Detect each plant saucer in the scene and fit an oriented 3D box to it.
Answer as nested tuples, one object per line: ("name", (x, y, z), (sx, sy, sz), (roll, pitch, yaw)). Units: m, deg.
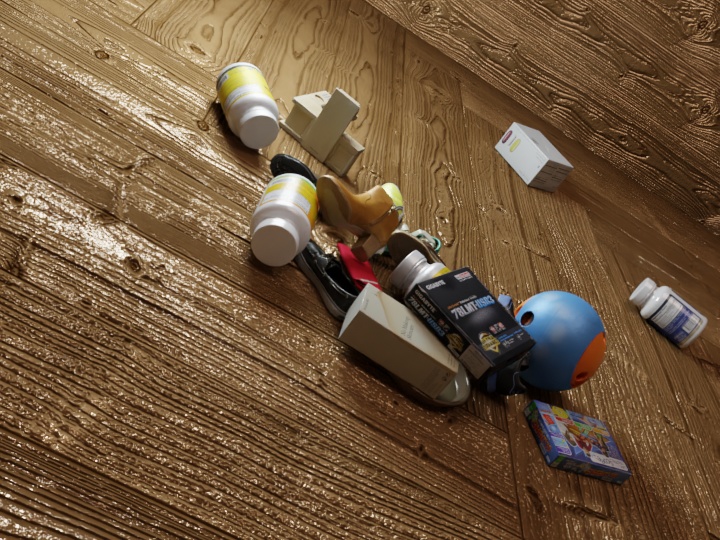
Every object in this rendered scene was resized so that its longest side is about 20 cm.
("plant saucer", (0.111, 0.172, 1.577), (0.200, 0.030, 0.200), (29, 28, -17))

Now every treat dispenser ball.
("treat dispenser ball", (0.393, 0.142, 1.765), (0.200, 0.201, 0.201), (28, 28, -16))

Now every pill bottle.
("pill bottle", (-0.141, -0.090, 1.601), (0.111, 0.111, 0.200), (31, 27, -11))
("pill bottle", (-0.242, -0.356, 1.899), (0.112, 0.113, 0.200), (16, 34, -35))
("pill bottle", (0.864, 0.115, 2.465), (0.200, 0.111, 0.111), (41, 27, 7))
("pill bottle", (0.156, 0.056, 1.723), (0.200, 0.111, 0.111), (43, 28, 11))

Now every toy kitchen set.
("toy kitchen set", (-0.047, -0.362, 2.083), (0.200, 0.163, 0.180), (41, 27, 7))

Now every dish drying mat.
("dish drying mat", (0.000, 0.000, 1.672), (0.077, 0.018, 0.200), (33, 13, -20))

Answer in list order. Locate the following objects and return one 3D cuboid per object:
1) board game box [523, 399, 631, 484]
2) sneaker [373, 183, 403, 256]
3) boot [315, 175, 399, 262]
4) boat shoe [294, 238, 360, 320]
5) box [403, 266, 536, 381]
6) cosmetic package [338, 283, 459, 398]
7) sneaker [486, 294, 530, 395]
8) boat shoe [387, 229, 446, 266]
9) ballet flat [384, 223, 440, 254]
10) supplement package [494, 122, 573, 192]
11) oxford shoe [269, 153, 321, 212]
("board game box", (0.417, 0.330, 1.680), (0.199, 0.035, 0.136), (20, 32, -29))
("sneaker", (0.047, -0.120, 1.832), (0.075, 0.077, 0.201), (8, 47, 11))
("boot", (-0.002, -0.130, 1.699), (0.144, 0.071, 0.202), (-54, 124, -41))
("boat shoe", (-0.058, 0.004, 1.611), (0.068, 0.057, 0.200), (5, 41, -45))
("box", (0.200, 0.090, 1.568), (0.199, 0.050, 0.200), (50, 30, 17))
("cosmetic package", (0.070, 0.120, 1.502), (0.200, 0.073, 0.104), (33, 28, -9))
("sneaker", (0.290, 0.145, 1.688), (0.077, 0.070, 0.201), (6, 70, 8))
("boat shoe", (0.126, -0.028, 1.850), (0.200, 0.072, 0.072), (35, 21, -29))
("ballet flat", (0.097, -0.068, 1.892), (0.199, 0.070, 0.067), (13, 36, -38))
("supplement package", (0.573, -0.374, 2.891), (0.155, 0.111, 0.200), (7, 38, -45))
("oxford shoe", (-0.105, -0.174, 1.840), (0.200, 0.073, 0.084), (38, 10, -1))
